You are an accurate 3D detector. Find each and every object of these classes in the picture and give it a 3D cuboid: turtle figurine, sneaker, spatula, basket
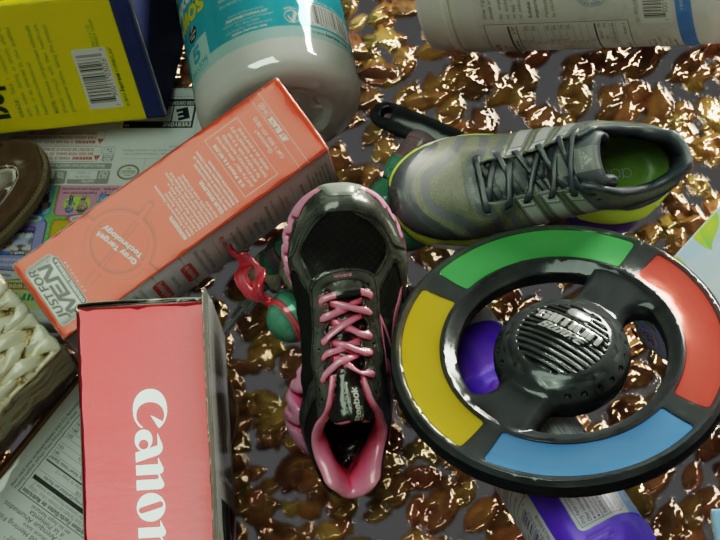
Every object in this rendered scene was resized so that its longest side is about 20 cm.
[{"bbox_3d":[0.000,0.000,1.436,0.150,0.101,0.200,38,71,25],"label":"turtle figurine"},{"bbox_3d":[0.112,-0.062,1.392,0.199,0.081,0.074,-11,81,-20],"label":"sneaker"},{"bbox_3d":[0.092,-0.073,1.488,0.199,0.021,0.057,20,71,25],"label":"spatula"},{"bbox_3d":[-0.303,-0.035,1.526,0.200,0.076,0.071,-31,58,-1],"label":"sneaker"},{"bbox_3d":[-0.285,0.079,1.436,0.123,0.136,0.200,43,81,5],"label":"basket"},{"bbox_3d":[-0.006,0.047,1.349,0.079,0.201,0.095,-3,29,-4],"label":"sneaker"}]

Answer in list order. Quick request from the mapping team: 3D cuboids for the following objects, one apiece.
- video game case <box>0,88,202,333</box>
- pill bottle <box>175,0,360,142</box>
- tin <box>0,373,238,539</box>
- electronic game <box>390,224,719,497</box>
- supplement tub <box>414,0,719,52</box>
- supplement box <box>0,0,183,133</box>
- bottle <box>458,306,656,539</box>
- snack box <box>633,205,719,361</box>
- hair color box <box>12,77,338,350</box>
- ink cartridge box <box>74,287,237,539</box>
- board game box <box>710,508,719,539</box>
[{"bbox_3d":[-0.202,-0.042,1.558,0.199,0.022,0.183,1,63,16],"label":"video game case"},{"bbox_3d":[-0.070,-0.184,1.543,0.110,0.111,0.201,-17,59,7],"label":"pill bottle"},{"bbox_3d":[-0.163,0.127,1.449,0.112,0.042,0.200,30,74,32],"label":"tin"},{"bbox_3d":[0.117,0.049,1.319,0.199,0.042,0.200,-2,47,2],"label":"electronic game"},{"bbox_3d":[0.143,-0.209,1.483,0.199,0.132,0.132,0,63,16],"label":"supplement tub"},{"bbox_3d":[-0.232,-0.169,1.562,0.199,0.110,0.109,-5,41,11],"label":"supplement box"},{"bbox_3d":[0.105,0.109,1.351,0.065,0.084,0.200,-27,58,-6],"label":"bottle"},{"bbox_3d":[0.281,-0.002,1.376,0.142,0.053,0.200,37,78,31],"label":"snack box"},{"bbox_3d":[-0.113,-0.030,1.430,0.200,0.102,0.061,-36,80,-3],"label":"hair color box"},{"bbox_3d":[-0.118,0.122,1.323,0.084,0.176,0.201,-4,77,0],"label":"ink cartridge box"},{"bbox_3d":[0.303,0.202,1.236,0.199,0.097,0.160,-11,60,10],"label":"board game box"}]
